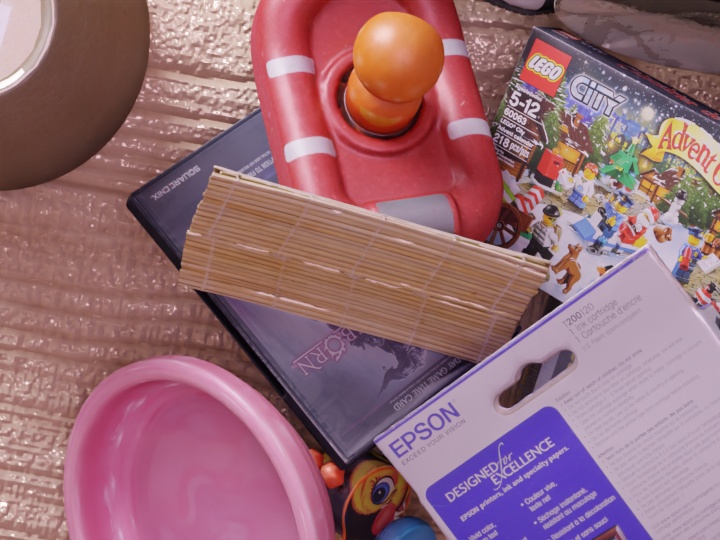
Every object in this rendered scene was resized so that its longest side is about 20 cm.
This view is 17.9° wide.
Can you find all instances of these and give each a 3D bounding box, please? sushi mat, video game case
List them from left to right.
[{"bbox_3d":[-0.021,-0.002,1.332,0.143,0.019,0.200,-35,79,-26],"label":"video game case"},{"bbox_3d":[0.000,0.000,1.275,0.198,0.096,0.012,15,49,-9],"label":"sushi mat"}]

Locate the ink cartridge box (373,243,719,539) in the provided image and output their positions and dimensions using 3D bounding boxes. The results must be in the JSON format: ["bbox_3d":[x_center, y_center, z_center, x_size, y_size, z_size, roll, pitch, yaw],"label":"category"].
[{"bbox_3d":[0.143,0.113,1.283,0.198,0.043,0.201,-35,99,16],"label":"ink cartridge box"}]

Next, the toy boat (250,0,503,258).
[{"bbox_3d":[0.013,-0.105,1.301,0.129,0.131,0.202,-9,69,-16],"label":"toy boat"}]

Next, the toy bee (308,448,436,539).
[{"bbox_3d":[-0.011,0.144,1.346,0.130,0.108,0.202,2,77,38],"label":"toy bee"}]

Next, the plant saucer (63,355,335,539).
[{"bbox_3d":[-0.087,0.145,1.322,0.051,0.199,0.202,-19,96,-48],"label":"plant saucer"}]

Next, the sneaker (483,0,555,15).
[{"bbox_3d":[0.079,-0.210,1.315,0.199,0.088,0.075,14,51,-35],"label":"sneaker"}]

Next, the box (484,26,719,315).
[{"bbox_3d":[0.160,-0.037,1.322,0.199,0.038,0.137,31,109,25],"label":"box"}]

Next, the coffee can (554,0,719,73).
[{"bbox_3d":[0.200,-0.231,1.309,0.145,0.146,0.202,13,80,-6],"label":"coffee can"}]

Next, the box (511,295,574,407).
[{"bbox_3d":[0.159,0.135,1.390,0.157,0.048,0.202,18,91,-6],"label":"box"}]

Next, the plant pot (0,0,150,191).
[{"bbox_3d":[-0.210,-0.136,1.268,0.185,0.200,0.189,0,93,-5],"label":"plant pot"}]
